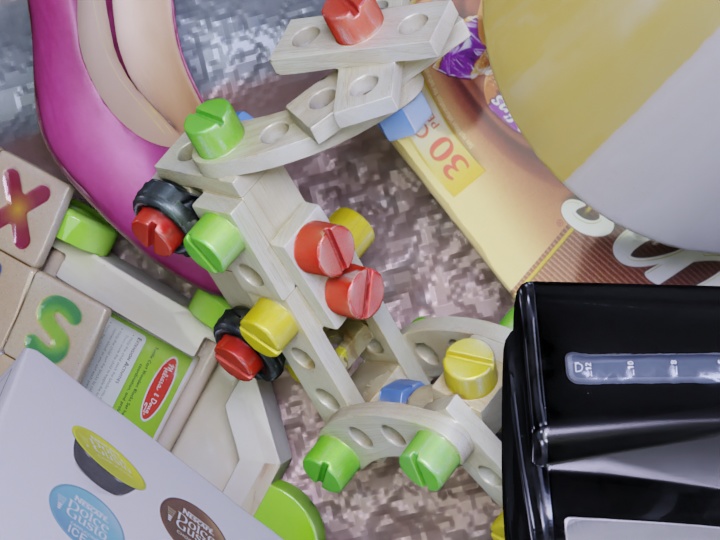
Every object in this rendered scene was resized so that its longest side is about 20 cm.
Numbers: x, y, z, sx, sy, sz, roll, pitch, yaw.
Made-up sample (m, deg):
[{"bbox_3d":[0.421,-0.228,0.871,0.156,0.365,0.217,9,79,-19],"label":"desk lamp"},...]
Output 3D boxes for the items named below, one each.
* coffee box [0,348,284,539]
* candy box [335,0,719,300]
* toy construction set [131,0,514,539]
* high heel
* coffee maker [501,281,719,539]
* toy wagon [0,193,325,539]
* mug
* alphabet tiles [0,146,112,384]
[{"bbox_3d":[-0.109,0.190,0.845,0.199,0.198,0.200,39,113,-14],"label":"coffee box"},{"bbox_3d":[0.098,-0.030,0.905,0.116,0.056,0.200,-38,85,10],"label":"candy box"},{"bbox_3d":[0.000,0.000,0.862,0.131,0.092,0.201,13,129,44],"label":"toy construction set"},{"bbox_3d":[-0.078,-0.092,0.918,0.096,0.067,0.201,-39,83,32],"label":"high heel"},{"bbox_3d":[0.143,0.064,0.791,0.198,0.192,0.136,0,111,1],"label":"coffee maker"},{"bbox_3d":[-0.089,0.073,0.954,0.199,0.040,0.156,30,99,7],"label":"toy wagon"},{"bbox_3d":[0.118,-0.100,0.790,0.185,0.153,0.150,-2,72,-22],"label":"mug"},{"bbox_3d":[-0.185,0.040,0.956,0.166,0.006,0.201,27,97,21],"label":"alphabet tiles"}]
